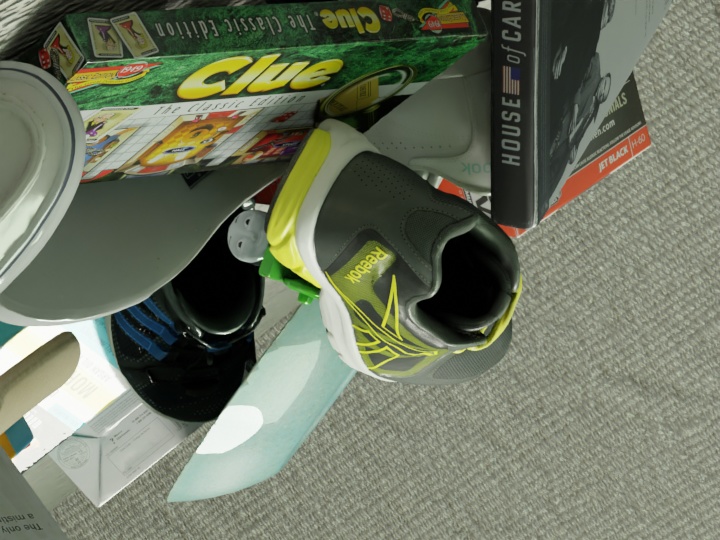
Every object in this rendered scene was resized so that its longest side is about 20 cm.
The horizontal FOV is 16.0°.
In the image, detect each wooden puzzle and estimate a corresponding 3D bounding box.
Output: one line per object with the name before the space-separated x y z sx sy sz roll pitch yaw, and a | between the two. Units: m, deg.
wooden puzzle | -0.215 0.102 1.124 0.200 0.037 0.185 -32 -177 7

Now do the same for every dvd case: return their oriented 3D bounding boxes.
dvd case | 0.097 -0.133 1.081 0.200 0.025 0.151 -57 152 -49

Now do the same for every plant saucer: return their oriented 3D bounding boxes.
plant saucer | -0.023 0.046 1.291 0.201 0.039 0.201 -54 177 -4

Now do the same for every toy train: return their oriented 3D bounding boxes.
toy train | 0.000 0.000 1.146 0.200 0.056 0.042 20 91 -65

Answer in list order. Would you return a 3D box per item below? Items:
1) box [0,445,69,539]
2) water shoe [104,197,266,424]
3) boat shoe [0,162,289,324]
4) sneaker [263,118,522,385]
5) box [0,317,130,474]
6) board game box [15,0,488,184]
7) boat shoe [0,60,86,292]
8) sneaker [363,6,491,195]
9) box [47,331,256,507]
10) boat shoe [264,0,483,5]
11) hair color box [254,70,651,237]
box | -0.194 0.147 0.940 0.096 0.177 0.200 -3 131 -43
water shoe | -0.082 0.015 1.217 0.071 0.079 0.201 -13 134 -12
boat shoe | -0.098 -0.033 1.029 0.066 0.072 0.200 -21 -164 44
sneaker | 0.029 0.012 1.040 0.075 0.084 0.200 -59 152 -5
box | -0.161 0.038 1.293 0.200 0.049 0.082 -39 136 9
board game box | -0.054 -0.066 0.950 0.200 0.024 0.105 -9 158 -44
boat shoe | -0.172 0.002 0.782 0.199 0.072 0.066 -30 -179 -4
sneaker | -0.004 -0.063 1.134 0.075 0.089 0.200 -20 -168 -28
box | -0.121 0.037 1.425 0.117 0.060 0.200 -38 -162 11
boat shoe | 0.010 -0.129 1.041 0.093 0.075 0.200 -31 172 16
hair color box | 0.029 -0.071 1.231 0.101 0.061 0.200 -33 -154 -34
